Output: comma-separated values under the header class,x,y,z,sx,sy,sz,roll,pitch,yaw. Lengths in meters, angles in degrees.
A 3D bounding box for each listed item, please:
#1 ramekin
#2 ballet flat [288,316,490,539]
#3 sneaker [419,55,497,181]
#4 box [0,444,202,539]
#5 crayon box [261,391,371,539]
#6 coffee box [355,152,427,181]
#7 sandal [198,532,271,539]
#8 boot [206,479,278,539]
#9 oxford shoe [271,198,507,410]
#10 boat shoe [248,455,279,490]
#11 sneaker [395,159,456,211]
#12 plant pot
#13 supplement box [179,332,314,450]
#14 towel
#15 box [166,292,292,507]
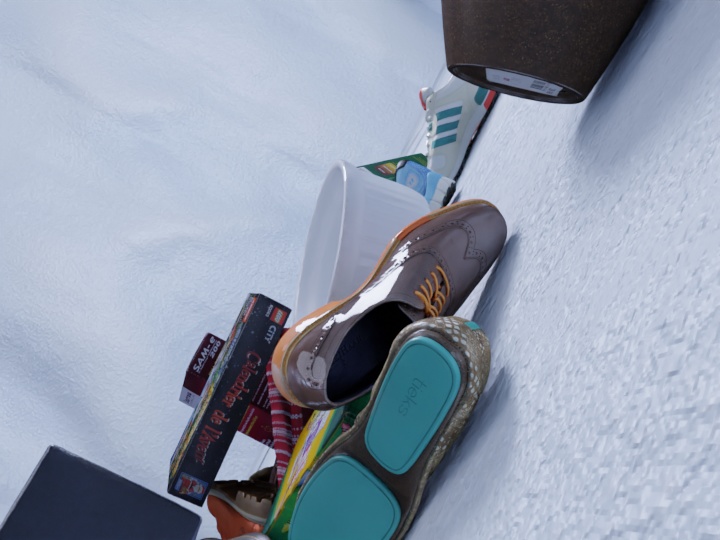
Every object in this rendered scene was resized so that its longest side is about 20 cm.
class,x,y,z,sx,sy,sz,roll,pitch,yaw
ramekin,0.000,0.000,0.730,0.200,0.095,0.206,-168,90,-76
ballet flat,0.021,0.107,0.426,0.065,0.070,0.202,-20,-32,-54
sneaker,0.106,-0.188,0.950,0.203,0.092,0.070,-63,3,2
box,-0.211,0.261,0.498,0.199,0.121,0.203,122,172,-57
crayon box,-0.010,0.136,0.572,0.202,0.057,0.120,-61,4,39
coffee box,0.022,-0.084,0.975,0.198,0.044,0.125,-20,-43,-48
sandal,-0.121,0.271,0.604,0.054,0.083,0.199,-23,-7,-41
boot,-0.112,0.264,0.711,0.199,0.073,0.110,167,107,-65
oxford shoe,0.036,0.023,0.467,0.199,0.072,0.072,-41,20,-20
boat shoe,-0.108,0.275,0.908,0.202,0.071,0.073,-60,4,43
sneaker,0.042,-0.061,0.912,0.078,0.089,0.201,-47,-8,-48
plant pot,0.122,-0.217,0.451,0.187,0.182,0.205,-91,15,-83
supplement box,-0.126,0.167,0.913,0.062,0.197,0.109,-64,4,-34
towel,-0.080,0.166,0.772,0.144,0.022,0.206,157,106,-74
box,-0.137,0.122,0.743,0.204,0.037,0.136,-66,11,-8
